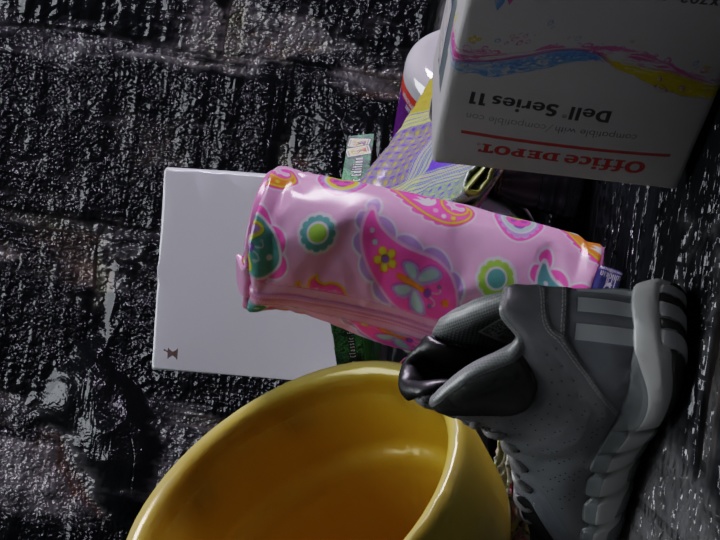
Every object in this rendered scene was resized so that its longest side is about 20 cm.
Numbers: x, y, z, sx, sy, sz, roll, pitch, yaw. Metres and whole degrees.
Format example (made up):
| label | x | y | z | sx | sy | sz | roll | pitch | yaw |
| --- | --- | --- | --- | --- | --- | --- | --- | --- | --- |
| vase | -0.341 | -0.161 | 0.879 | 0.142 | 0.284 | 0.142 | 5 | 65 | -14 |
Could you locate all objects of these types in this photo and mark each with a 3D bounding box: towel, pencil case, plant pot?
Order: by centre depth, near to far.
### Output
| label | x | y | z | sx | sy | sz | roll | pitch | yaw |
| --- | --- | --- | --- | --- | --- | --- | --- | --- | --- |
| plant pot | 0.005 | 0.182 | 0.857 | 0.189 | 0.200 | 0.201 | 57 | -160 | -28 |
| pencil case | 0.035 | 0.005 | 0.877 | 0.087 | 0.199 | 0.088 | 15 | -90 | -83 |
| towel | 0.061 | -0.092 | 1.006 | 0.143 | 0.023 | 0.200 | -12 | 35 | 49 |

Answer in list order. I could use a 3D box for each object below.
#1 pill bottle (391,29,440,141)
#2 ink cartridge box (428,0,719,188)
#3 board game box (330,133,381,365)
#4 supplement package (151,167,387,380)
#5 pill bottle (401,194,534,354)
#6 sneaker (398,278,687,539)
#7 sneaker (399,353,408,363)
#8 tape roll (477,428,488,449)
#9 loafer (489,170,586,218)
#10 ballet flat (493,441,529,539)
| label | x | y | z | sx | sy | sz | roll | pitch | yaw |
| --- | --- | --- | --- | --- | --- | --- | --- | --- | --- |
| pill bottle | 0.076 | -0.075 | 1.236 | 0.113 | 0.112 | 0.201 | -84 | 3 | -50 |
| ink cartridge box | 0.095 | -0.102 | 0.699 | 0.201 | 0.116 | 0.068 | 100 | 175 | -52 |
| board game box | 0.000 | 0.000 | 1.081 | 0.200 | 0.023 | 0.105 | -82 | -11 | -60 |
| supplement package | -0.061 | 0.003 | 1.289 | 0.200 | 0.149 | 0.153 | -5 | -80 | -80 |
| pill bottle | 0.062 | 0.001 | 1.049 | 0.200 | 0.110 | 0.112 | -47 | -34 | -81 |
| sneaker | 0.071 | 0.068 | 0.748 | 0.201 | 0.115 | 0.075 | 100 | 177 | -48 |
| sneaker | 0.068 | 0.032 | 1.334 | 0.201 | 0.095 | 0.079 | -82 | 0 | -46 |
| tape roll | 0.017 | 0.173 | 1.188 | 0.202 | 0.070 | 0.204 | -26 | -59 | -54 |
| loafer | 0.106 | -0.106 | 1.062 | 0.200 | 0.072 | 0.073 | -84 | 2 | -61 |
| ballet flat | 0.082 | 0.129 | 0.953 | 0.076 | 0.063 | 0.202 | -120 | 38 | -82 |
